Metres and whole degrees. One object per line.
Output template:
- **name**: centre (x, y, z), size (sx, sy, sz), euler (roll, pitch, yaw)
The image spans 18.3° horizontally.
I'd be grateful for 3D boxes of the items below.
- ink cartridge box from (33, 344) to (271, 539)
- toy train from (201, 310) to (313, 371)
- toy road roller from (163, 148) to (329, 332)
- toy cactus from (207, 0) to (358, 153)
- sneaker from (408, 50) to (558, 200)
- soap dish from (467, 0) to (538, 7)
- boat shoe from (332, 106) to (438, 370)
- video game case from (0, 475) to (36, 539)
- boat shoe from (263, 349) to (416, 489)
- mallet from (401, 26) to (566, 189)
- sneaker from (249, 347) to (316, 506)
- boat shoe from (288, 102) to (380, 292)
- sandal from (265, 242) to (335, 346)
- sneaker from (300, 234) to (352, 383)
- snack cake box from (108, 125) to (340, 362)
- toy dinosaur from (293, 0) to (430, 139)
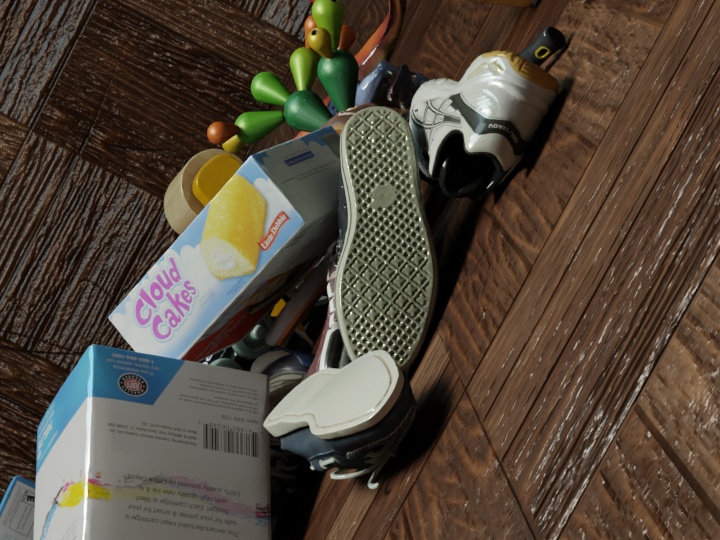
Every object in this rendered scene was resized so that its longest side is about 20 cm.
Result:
- **ink cartridge box**: centre (-0.157, 0.186, 1.666), size (0.146, 0.146, 0.201), euler (129, 146, -51)
- **toy train**: centre (-0.111, 0.116, 1.907), size (0.085, 0.114, 0.201), euler (-2, 55, 48)
- **toy road roller**: centre (-0.124, 0.005, 2.050), size (0.146, 0.200, 0.123), euler (-42, 1, -21)
- **toy cactus**: centre (-0.035, -0.126, 1.836), size (0.102, 0.165, 0.201), euler (-1, -60, -54)
- **sneaker**: centre (0.068, -0.089, 1.586), size (0.088, 0.075, 0.200), euler (-65, 8, -18)
- **soap dish**: centre (0.141, -0.313, 1.814), size (0.201, 0.081, 0.157), euler (-60, 9, 15)
- **boat shoe**: centre (0.016, -0.017, 1.592), size (0.062, 0.074, 0.201), euler (87, 180, -68)
- **video game case**: centre (-0.207, 0.262, 1.737), size (0.018, 0.199, 0.144), euler (-52, 13, 51)
- **boat shoe**: centre (-0.005, 0.103, 1.473), size (0.075, 0.062, 0.200), euler (-49, 11, -24)
- **mallet**: centre (0.097, -0.119, 1.667), size (0.200, 0.066, 0.041), euler (-31, 31, 46)
- **sneaker**: centre (-0.066, 0.139, 1.759), size (0.200, 0.077, 0.086), euler (116, 166, -48)
- **boat shoe**: centre (-0.040, -0.053, 1.789), size (0.200, 0.070, 0.070), euler (-47, 6, 33)
- **sandal**: centre (-0.004, 0.005, 1.762), size (0.207, 0.059, 0.079), euler (-52, 0, -38)
- **sneaker**: centre (-0.010, 0.046, 1.655), size (0.116, 0.075, 0.201), euler (122, 170, -47)
- **snack cake box**: centre (-0.087, -0.013, 1.690), size (0.200, 0.067, 0.115), euler (-46, -10, 33)
- **toy dinosaur**: centre (0.000, -0.141, 1.929), size (0.181, 0.105, 0.201), euler (-6, 90, 47)
